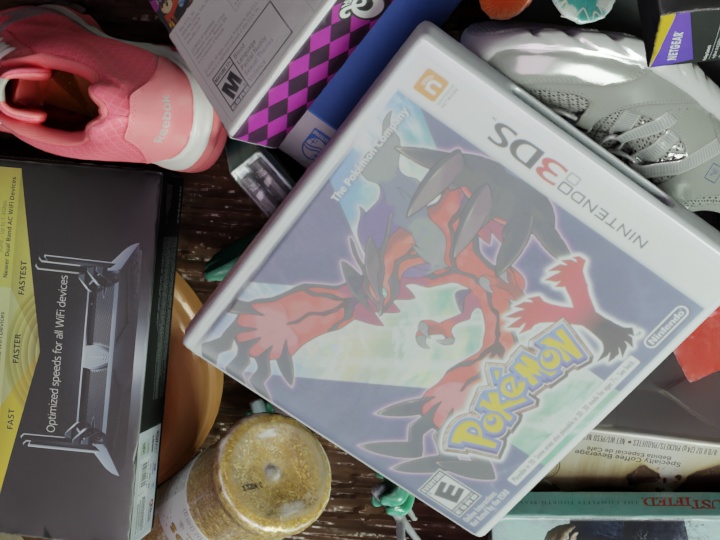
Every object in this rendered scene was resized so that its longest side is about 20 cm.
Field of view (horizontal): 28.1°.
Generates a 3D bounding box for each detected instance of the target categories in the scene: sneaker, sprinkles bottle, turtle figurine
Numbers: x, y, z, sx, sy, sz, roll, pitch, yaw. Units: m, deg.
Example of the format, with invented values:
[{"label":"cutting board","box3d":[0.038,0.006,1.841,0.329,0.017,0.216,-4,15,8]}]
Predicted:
[{"label":"sneaker","box3d":[0.127,-0.060,0.670,0.200,0.075,0.082,18,94,-29]},{"label":"sneaker","box3d":[-0.158,-0.097,0.715,0.200,0.087,0.074,15,102,37]},{"label":"sprinkles bottle","box3d":[-0.086,0.142,0.828,0.068,0.068,0.200,32,146,-11]},{"label":"turtle figurine","box3d":[-0.011,0.073,0.823,0.150,0.101,0.200,0,125,53]}]

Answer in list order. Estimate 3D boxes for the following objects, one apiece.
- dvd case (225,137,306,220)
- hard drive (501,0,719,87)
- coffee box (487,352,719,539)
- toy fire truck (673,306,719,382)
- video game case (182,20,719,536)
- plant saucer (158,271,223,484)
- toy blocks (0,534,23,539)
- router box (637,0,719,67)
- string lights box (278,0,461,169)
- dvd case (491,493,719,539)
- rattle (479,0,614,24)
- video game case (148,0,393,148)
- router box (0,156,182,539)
[{"label":"dvd case","box3d":[0.000,0.000,0.756,0.022,0.146,0.200,-39,107,5]},{"label":"hard drive","box3d":[0.143,-0.058,0.773,0.139,0.033,0.200,2,118,5]},{"label":"coffee box","box3d":[0.137,0.142,0.834,0.113,0.080,0.200,6,127,2]},{"label":"toy fire truck","box3d":[0.098,-0.019,0.751,0.141,0.049,0.200,-22,112,15]},{"label":"video game case","box3d":[0.043,0.014,0.661,0.182,0.023,0.200,34,120,-10]},{"label":"plant saucer","box3d":[-0.184,0.063,0.864,0.200,0.037,0.201,2,118,4]},{"label":"toy blocks","box3d":[-0.301,0.142,0.876,0.200,0.100,0.137,47,144,-16]},{"label":"router box","box3d":[0.182,-0.190,0.582,0.157,0.052,0.201,-7,73,4]},{"label":"string lights box","box3d":[0.021,-0.152,0.697,0.059,0.103,0.200,35,115,-11]},{"label":"dvd case","box3d":[0.148,0.201,0.802,0.146,0.022,0.200,-1,128,7]},{"label":"rattle","box3d":[0.146,-0.197,0.631,0.199,0.130,0.143,-10,130,-12]},{"label":"video game case","box3d":[-0.029,-0.188,0.653,0.036,0.181,0.200,12,127,-47]},{"label":"router box","box3d":[-0.186,0.040,0.780,0.157,0.052,0.201,6,92,6]}]
